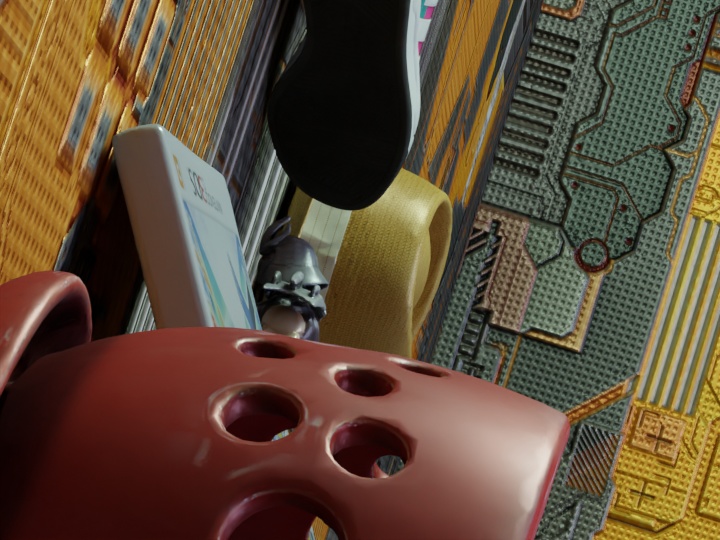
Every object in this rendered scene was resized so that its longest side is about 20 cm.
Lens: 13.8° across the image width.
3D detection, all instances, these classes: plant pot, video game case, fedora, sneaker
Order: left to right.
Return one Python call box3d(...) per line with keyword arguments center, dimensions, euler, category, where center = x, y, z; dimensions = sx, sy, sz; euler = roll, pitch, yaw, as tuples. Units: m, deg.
box3d(center=(-0.052, 0.110, 0.867), dimensions=(0.200, 0.182, 0.201), euler=(16, 90, -85), category="plant pot")
box3d(center=(-0.046, 0.053, 1.100), dimensions=(0.182, 0.022, 0.201), euler=(41, 35, -84), category="video game case")
box3d(center=(0.000, 0.000, 1.611), dimensions=(0.201, 0.081, 0.202), euler=(18, 90, -85), category="fedora")
box3d(center=(0.013, -0.131, 1.372), dimensions=(0.121, 0.083, 0.200), euler=(-56, 164, -40), category="sneaker")

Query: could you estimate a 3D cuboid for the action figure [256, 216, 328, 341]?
box3d(center=(-0.057, 0.072, 1.370), dimensions=(0.130, 0.069, 0.201), euler=(37, 66, -77), category="action figure")
